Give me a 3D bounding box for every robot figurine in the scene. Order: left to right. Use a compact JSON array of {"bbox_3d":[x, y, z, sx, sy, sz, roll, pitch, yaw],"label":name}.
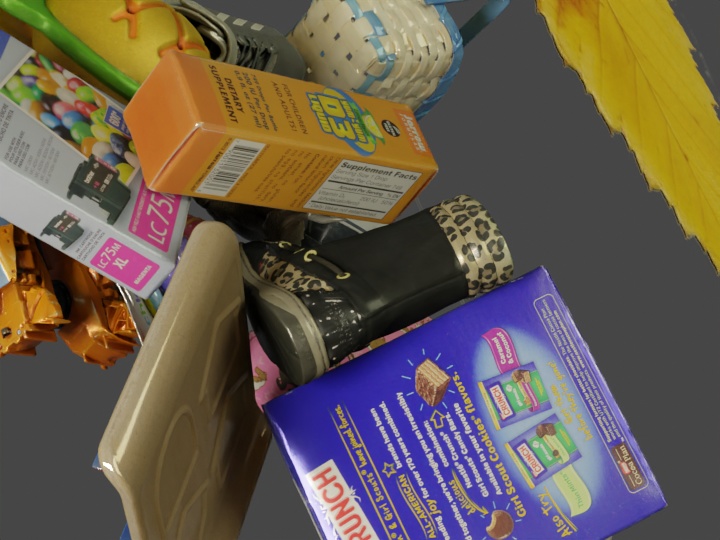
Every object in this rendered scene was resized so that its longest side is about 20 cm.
[{"bbox_3d":[-0.206,-0.038,0.934,0.145,0.058,0.201,14,51,-57],"label":"robot figurine"}]

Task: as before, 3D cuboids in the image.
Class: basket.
[{"bbox_3d":[0.027,-0.198,1.323,0.199,0.176,0.140,-8,62,-47],"label":"basket"}]

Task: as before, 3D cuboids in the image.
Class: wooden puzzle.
[{"bbox_3d":[-0.107,0.100,0.870,0.201,0.046,0.186,82,19,-47],"label":"wooden puzzle"}]

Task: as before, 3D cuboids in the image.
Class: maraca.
[{"bbox_3d":[-0.183,-0.155,1.040,0.200,0.107,0.137,35,8,-14],"label":"maraca"}]

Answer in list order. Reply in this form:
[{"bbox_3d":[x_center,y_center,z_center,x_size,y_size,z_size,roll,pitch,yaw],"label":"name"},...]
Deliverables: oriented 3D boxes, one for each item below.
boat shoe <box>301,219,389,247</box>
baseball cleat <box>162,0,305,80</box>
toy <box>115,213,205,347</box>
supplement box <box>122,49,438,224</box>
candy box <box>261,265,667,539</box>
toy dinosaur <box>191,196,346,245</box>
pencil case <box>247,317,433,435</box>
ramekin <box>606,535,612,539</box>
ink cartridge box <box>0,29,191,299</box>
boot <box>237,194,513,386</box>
[{"bbox_3d":[-0.026,-0.015,1.184,0.071,0.091,0.200,32,1,8],"label":"boat shoe"},{"bbox_3d":[-0.109,-0.170,1.174,0.199,0.070,0.106,14,15,-40],"label":"baseball cleat"},{"bbox_3d":[-0.113,-0.001,0.989,0.116,0.047,0.200,65,9,1],"label":"toy"},{"bbox_3d":[-0.047,-0.081,0.943,0.199,0.069,0.067,8,48,-42],"label":"supplement box"},{"bbox_3d":[0.062,0.117,0.926,0.077,0.199,0.170,87,-22,-79],"label":"candy box"},{"bbox_3d":[-0.084,-0.052,1.091,0.102,0.077,0.200,44,-12,-11],"label":"toy dinosaur"},{"bbox_3d":[-0.010,0.074,1.099,0.200,0.086,0.083,-2,78,-56],"label":"pencil case"},{"bbox_3d":[0.090,0.170,1.057,0.094,0.202,0.203,13,50,-65],"label":"ramekin"},{"bbox_3d":[-0.193,-0.077,0.878,0.199,0.042,0.120,30,35,-19],"label":"ink cartridge box"},{"bbox_3d":[0.001,0.002,0.949,0.204,0.153,0.074,-140,-152,-71],"label":"boot"}]
